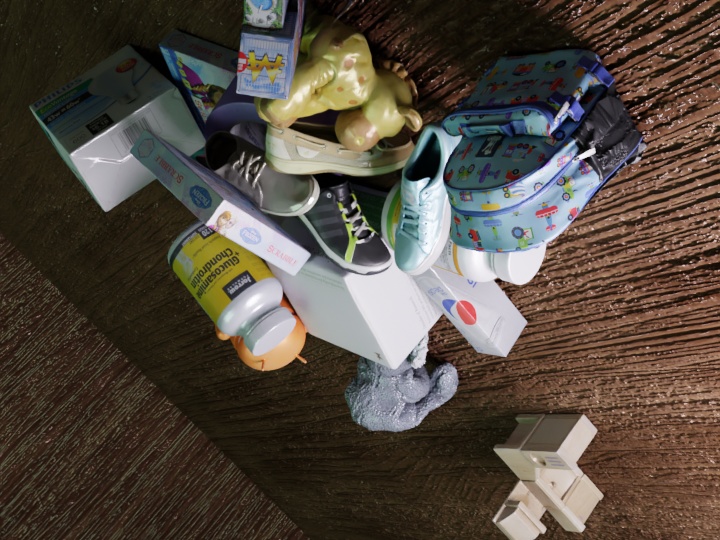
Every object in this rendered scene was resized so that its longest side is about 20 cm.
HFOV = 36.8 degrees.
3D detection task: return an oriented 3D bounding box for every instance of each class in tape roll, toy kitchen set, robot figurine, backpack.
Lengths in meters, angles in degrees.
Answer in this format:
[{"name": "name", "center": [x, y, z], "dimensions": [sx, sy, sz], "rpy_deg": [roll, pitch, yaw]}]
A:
[{"name": "tape roll", "center": [-0.109, -0.185, 1.502], "dimensions": [0.199, 0.085, 0.201], "rpy_deg": [18, 146, 13]}, {"name": "toy kitchen set", "center": [0.316, 0.357, 1.726], "dimensions": [0.200, 0.163, 0.180], "rpy_deg": [48, 155, -14]}, {"name": "robot figurine", "center": [-0.159, 0.072, 1.698], "dimensions": [0.201, 0.116, 0.144], "rpy_deg": [60, -174, 31]}, {"name": "backpack", "center": [0.165, -0.116, 1.119], "dimensions": [0.182, 0.200, 0.135], "rpy_deg": [10, 142, 51]}]

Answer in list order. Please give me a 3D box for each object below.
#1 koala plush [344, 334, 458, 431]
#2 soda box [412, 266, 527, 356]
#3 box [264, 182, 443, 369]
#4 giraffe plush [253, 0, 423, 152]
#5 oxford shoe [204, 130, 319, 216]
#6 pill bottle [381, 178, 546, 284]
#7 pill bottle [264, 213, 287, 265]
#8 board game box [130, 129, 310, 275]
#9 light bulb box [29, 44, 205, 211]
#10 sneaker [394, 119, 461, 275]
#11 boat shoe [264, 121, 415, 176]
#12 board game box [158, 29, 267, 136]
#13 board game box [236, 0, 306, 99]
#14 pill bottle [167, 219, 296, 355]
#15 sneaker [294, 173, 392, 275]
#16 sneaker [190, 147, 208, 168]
[{"name": "koala plush", "center": [0.055, 0.148, 1.791], "dimensions": [0.177, 0.184, 0.201], "rpy_deg": [29, 141, 26]}, {"name": "soda box", "center": [0.149, 0.033, 1.532], "dimensions": [0.200, 0.068, 0.063], "rpy_deg": [49, 156, -27]}, {"name": "box", "center": [0.000, 0.000, 1.595], "dimensions": [0.198, 0.171, 0.201], "rpy_deg": [19, 148, 44]}, {"name": "giraffe plush", "center": [-0.009, -0.218, 1.314], "dimensions": [0.162, 0.173, 0.200], "rpy_deg": [40, 124, -23]}, {"name": "oxford shoe", "center": [-0.136, -0.128, 1.414], "dimensions": [0.199, 0.075, 0.058], "rpy_deg": [31, 175, 34]}, {"name": "pill bottle", "center": [0.133, -0.050, 1.387], "dimensions": [0.199, 0.111, 0.111], "rpy_deg": [21, 149, 38]}, {"name": "pill bottle", "center": [-0.102, -0.036, 1.762], "dimensions": [0.114, 0.114, 0.200], "rpy_deg": [34, 155, 18]}, {"name": "board game box", "center": [-0.189, -0.091, 1.468], "dimensions": [0.199, 0.041, 0.200], "rpy_deg": [41, -175, 38]}, {"name": "light bulb box", "center": [-0.385, -0.229, 1.713], "dimensions": [0.200, 0.198, 0.125], "rpy_deg": [41, 162, 45]}, {"name": "sneaker", "center": [0.070, -0.090, 1.315], "dimensions": [0.074, 0.201, 0.082], "rpy_deg": [27, -163, 39]}, {"name": "boat shoe", "center": [-0.023, -0.165, 1.383], "dimensions": [0.073, 0.199, 0.063], "rpy_deg": [-108, 21, -55]}, {"name": "board game box", "center": [-0.193, -0.249, 1.631], "dimensions": [0.199, 0.041, 0.201], "rpy_deg": [25, 151, 33]}, {"name": "board game box", "center": [-0.095, -0.298, 1.205], "dimensions": [0.061, 0.201, 0.201], "rpy_deg": [6, 141, -2]}, {"name": "pill bottle", "center": [-0.185, 0.023, 1.590], "dimensions": [0.200, 0.112, 0.112], "rpy_deg": [49, 159, 16]}, {"name": "sneaker", "center": [-0.033, -0.077, 1.423], "dimensions": [0.200, 0.072, 0.083], "rpy_deg": [42, 137, 10]}, {"name": "sneaker", "center": [-0.222, -0.129, 1.781], "dimensions": [0.200, 0.121, 0.084], "rpy_deg": [44, 156, -5]}]
